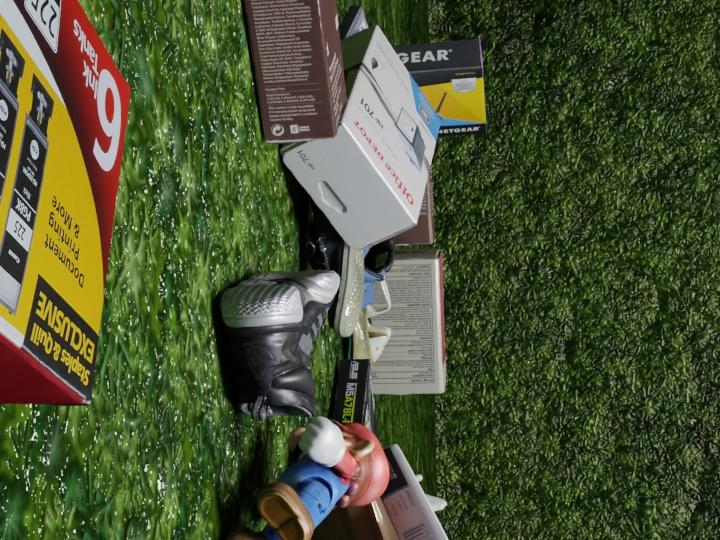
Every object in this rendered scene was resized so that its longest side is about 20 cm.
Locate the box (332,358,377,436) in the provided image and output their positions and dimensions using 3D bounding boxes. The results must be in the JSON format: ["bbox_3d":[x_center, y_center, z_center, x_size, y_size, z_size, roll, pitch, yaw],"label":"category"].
[{"bbox_3d":[-0.006,0.250,1.418,0.194,0.047,0.201,-79,166,-53],"label":"box"}]

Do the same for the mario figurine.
[{"bbox_3d":[-0.053,0.172,0.927,0.200,0.123,0.106,-30,105,-67],"label":"mario figurine"}]

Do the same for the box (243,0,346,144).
[{"bbox_3d":[-0.061,-0.230,1.023,0.100,0.075,0.201,-79,164,-58],"label":"box"}]

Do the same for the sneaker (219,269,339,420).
[{"bbox_3d":[-0.065,0.062,0.936,0.200,0.075,0.114,-29,118,-75],"label":"sneaker"}]

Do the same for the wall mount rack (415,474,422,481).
[{"bbox_3d":[0.046,0.370,1.545,0.174,0.074,0.201,-97,-161,-76],"label":"wall mount rack"}]

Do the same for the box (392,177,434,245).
[{"bbox_3d":[0.064,-0.142,1.767,0.075,0.100,0.201,-33,122,-81],"label":"box"}]

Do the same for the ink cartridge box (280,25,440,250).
[{"bbox_3d":[0.006,-0.145,1.198,0.147,0.086,0.200,52,31,-28],"label":"ink cartridge box"}]

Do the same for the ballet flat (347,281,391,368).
[{"bbox_3d":[0.010,0.065,1.502,0.071,0.070,0.201,-66,153,-73],"label":"ballet flat"}]

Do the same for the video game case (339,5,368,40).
[{"bbox_3d":[-0.010,-0.203,1.364,0.200,0.019,0.143,65,43,-57],"label":"video game case"}]

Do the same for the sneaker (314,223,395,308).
[{"bbox_3d":[0.000,0.000,1.354,0.200,0.089,0.079,69,22,-67],"label":"sneaker"}]

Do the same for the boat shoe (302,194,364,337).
[{"bbox_3d":[-0.031,-0.019,1.221,0.075,0.062,0.201,70,15,-63],"label":"boat shoe"}]

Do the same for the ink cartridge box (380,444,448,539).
[{"bbox_3d":[0.077,0.293,1.044,0.198,0.047,0.201,-125,-167,-64],"label":"ink cartridge box"}]

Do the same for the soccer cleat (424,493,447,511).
[{"bbox_3d":[0.065,0.352,1.263,0.070,0.086,0.201,0,89,-82],"label":"soccer cleat"}]

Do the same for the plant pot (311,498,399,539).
[{"bbox_3d":[-0.009,0.270,1.121,0.201,0.092,0.202,-20,90,-86],"label":"plant pot"}]

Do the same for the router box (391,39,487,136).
[{"bbox_3d":[0.067,-0.238,1.490,0.149,0.199,0.051,73,16,-60],"label":"router box"}]

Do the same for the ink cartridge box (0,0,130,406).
[{"bbox_3d":[-0.143,-0.029,0.319,0.200,0.083,0.176,72,19,-67],"label":"ink cartridge box"}]

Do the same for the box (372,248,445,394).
[{"bbox_3d":[0.060,0.073,1.636,0.109,0.127,0.201,-54,142,-79],"label":"box"}]
